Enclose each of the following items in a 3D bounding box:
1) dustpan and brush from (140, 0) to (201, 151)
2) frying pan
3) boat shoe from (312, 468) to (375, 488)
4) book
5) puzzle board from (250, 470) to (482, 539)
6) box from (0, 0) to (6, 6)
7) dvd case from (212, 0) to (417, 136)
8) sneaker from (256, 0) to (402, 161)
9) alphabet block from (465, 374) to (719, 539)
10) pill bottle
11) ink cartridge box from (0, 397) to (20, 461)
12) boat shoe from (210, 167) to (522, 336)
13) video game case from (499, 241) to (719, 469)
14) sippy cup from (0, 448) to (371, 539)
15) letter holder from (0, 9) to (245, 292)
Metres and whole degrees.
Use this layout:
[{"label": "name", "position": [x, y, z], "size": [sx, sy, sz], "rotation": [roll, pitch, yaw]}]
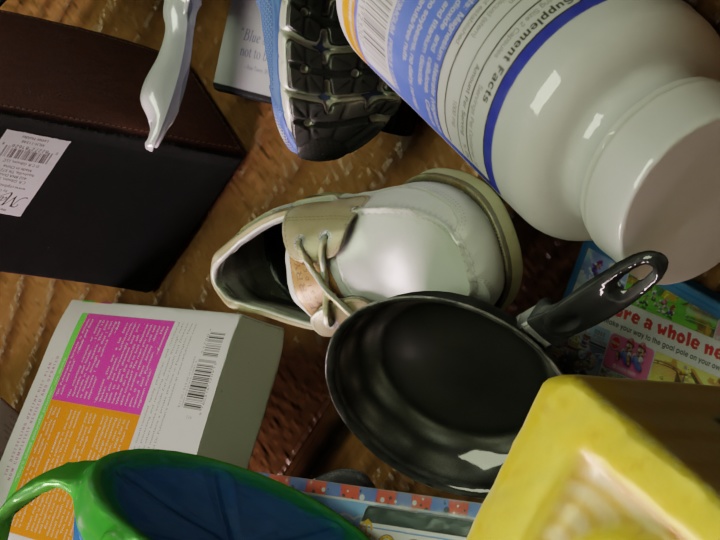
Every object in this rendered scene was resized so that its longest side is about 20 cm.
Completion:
[{"label": "dustpan and brush", "position": [-0.088, -0.158, 1.328], "size": [0.140, 0.057, 0.201], "rotation": [131, 161, -75]}, {"label": "frying pan", "position": [0.050, 0.026, 1.119], "size": [0.191, 0.114, 0.031], "rotation": [111, -174, -46]}, {"label": "boat shoe", "position": [-0.046, 0.165, 1.269], "size": [0.068, 0.071, 0.200], "rotation": [-76, 13, -47]}, {"label": "book", "position": [-0.114, 0.083, 1.327], "size": [0.200, 0.048, 0.134], "rotation": [5, 76, 61]}, {"label": "puzzle board", "position": [-0.010, 0.167, 1.150], "size": [0.199, 0.017, 0.152], "rotation": [5, 83, 34]}, {"label": "box", "position": [-0.129, -0.240, 1.363], "size": [0.049, 0.161, 0.200], "rotation": [38, 118, -4]}, {"label": "dvd case", "position": [-0.004, -0.174, 1.308], "size": [0.142, 0.017, 0.201], "rotation": [17, 96, 48]}, {"label": "sneaker", "position": [-0.021, -0.147, 1.267], "size": [0.089, 0.078, 0.201], "rotation": [-22, 64, 58]}, {"label": "alphabet block", "position": [0.147, 0.166, 0.946], "size": [0.196, 0.199, 0.196], "rotation": [38, 112, 38]}, {"label": "pill bottle", "position": [0.084, -0.083, 1.129], "size": [0.200, 0.112, 0.112], "rotation": [46, 117, 40]}, {"label": "ink cartridge box", "position": [-0.272, 0.182, 1.447], "size": [0.199, 0.041, 0.200], "rotation": [-31, 24, 41]}, {"label": "boat shoe", "position": [0.000, 0.000, 1.203], "size": [0.200, 0.068, 0.075], "rotation": [-7, 102, 62]}, {"label": "video game case", "position": [0.113, 0.102, 1.138], "size": [0.143, 0.018, 0.201], "rotation": [32, 107, 46]}, {"label": "sippy cup", "position": [-0.070, 0.161, 1.111], "size": [0.178, 0.139, 0.131], "rotation": [36, 110, 43]}, {"label": "letter holder", "position": [-0.184, -0.083, 1.354], "size": [0.101, 0.199, 0.142], "rotation": [-53, 49, 27]}]
